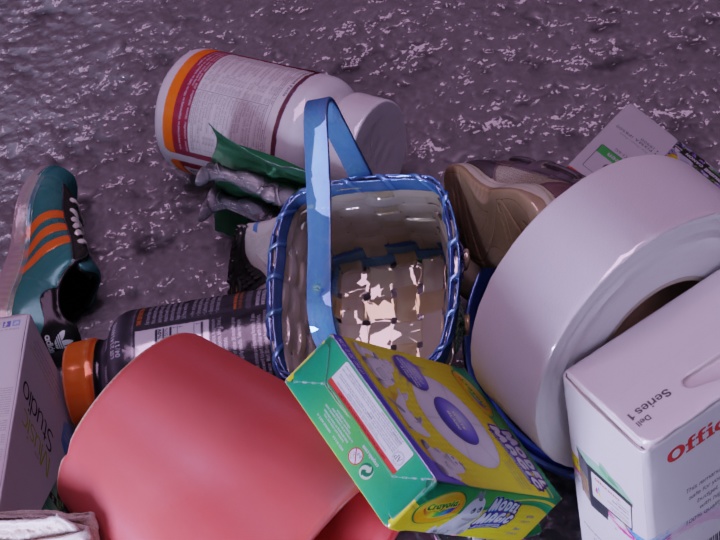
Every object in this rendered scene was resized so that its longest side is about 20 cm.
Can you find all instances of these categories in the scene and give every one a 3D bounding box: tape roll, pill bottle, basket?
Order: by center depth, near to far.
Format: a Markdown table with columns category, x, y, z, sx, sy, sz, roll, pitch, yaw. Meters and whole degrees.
| category | x | y | z | sx | sy | sz | roll | pitch | yaw |
| --- | --- | --- | --- | --- | --- | --- | --- | --- | --- |
| tape roll | 0.170 | 0.027 | 1.204 | 0.202 | 0.203 | 0.071 | -31 | 49 | -17 |
| basket | 0.000 | 0.000 | 1.274 | 0.138 | 0.200 | 0.178 | -9 | 63 | 18 |
| pill bottle | -0.120 | 0.074 | 1.405 | 0.198 | 0.107 | 0.107 | -9 | 43 | 7 |
| pill bottle | -0.067 | -0.118 | 1.587 | 0.199 | 0.110 | 0.110 | 15 | 51 | 29 |

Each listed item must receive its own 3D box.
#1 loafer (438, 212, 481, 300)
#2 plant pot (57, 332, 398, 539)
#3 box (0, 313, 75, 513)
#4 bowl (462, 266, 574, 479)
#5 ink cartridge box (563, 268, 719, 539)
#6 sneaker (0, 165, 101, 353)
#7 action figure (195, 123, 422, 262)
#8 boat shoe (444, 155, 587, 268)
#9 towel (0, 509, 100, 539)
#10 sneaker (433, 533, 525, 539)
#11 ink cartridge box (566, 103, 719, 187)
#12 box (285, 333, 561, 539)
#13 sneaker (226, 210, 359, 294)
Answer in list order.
| category | x | y | z | sx | sy | sz | roll | pitch | yaw |
| --- | --- | --- | --- | --- | --- | --- | --- | --- | --- |
| loafer | 0.106 | 0.010 | 1.440 | 0.069 | 0.075 | 0.201 | -27 | 42 | 9 |
| plant pot | -0.086 | 0.147 | 1.214 | 0.177 | 0.201 | 0.200 | 37 | 62 | 18 |
| box | -0.236 | 0.151 | 1.330 | 0.036 | 0.145 | 0.201 | -9 | 44 | 9 |
| bowl | 0.170 | 0.052 | 1.325 | 0.199 | 0.039 | 0.202 | 0 | 75 | -1 |
| ink cartridge box | 0.214 | 0.113 | 1.194 | 0.144 | 0.201 | 0.084 | -32 | 49 | -17 |
| sneaker | -0.249 | -0.007 | 1.560 | 0.079 | 0.072 | 0.201 | -1 | 49 | 8 |
| action figure | -0.035 | -0.042 | 1.513 | 0.198 | 0.119 | 0.055 | 16 | 51 | 15 |
| boat shoe | 0.111 | -0.042 | 1.274 | 0.064 | 0.073 | 0.200 | -16 | 8 | -14 |
| towel | -0.216 | 0.246 | 1.194 | 0.131 | 0.202 | 0.035 | -5 | 18 | 12 |
| sneaker | 0.058 | 0.142 | 1.291 | 0.079 | 0.096 | 0.200 | -27 | 42 | -10 |
| ink cartridge box | 0.192 | -0.036 | 1.407 | 0.109 | 0.050 | 0.200 | 39 | 45 | 9 |
| box | 0.048 | 0.107 | 1.153 | 0.048 | 0.200 | 0.118 | -44 | 63 | 14 |
| sneaker | -0.050 | -0.013 | 1.458 | 0.072 | 0.200 | 0.073 | 9 | 73 | -26 |
